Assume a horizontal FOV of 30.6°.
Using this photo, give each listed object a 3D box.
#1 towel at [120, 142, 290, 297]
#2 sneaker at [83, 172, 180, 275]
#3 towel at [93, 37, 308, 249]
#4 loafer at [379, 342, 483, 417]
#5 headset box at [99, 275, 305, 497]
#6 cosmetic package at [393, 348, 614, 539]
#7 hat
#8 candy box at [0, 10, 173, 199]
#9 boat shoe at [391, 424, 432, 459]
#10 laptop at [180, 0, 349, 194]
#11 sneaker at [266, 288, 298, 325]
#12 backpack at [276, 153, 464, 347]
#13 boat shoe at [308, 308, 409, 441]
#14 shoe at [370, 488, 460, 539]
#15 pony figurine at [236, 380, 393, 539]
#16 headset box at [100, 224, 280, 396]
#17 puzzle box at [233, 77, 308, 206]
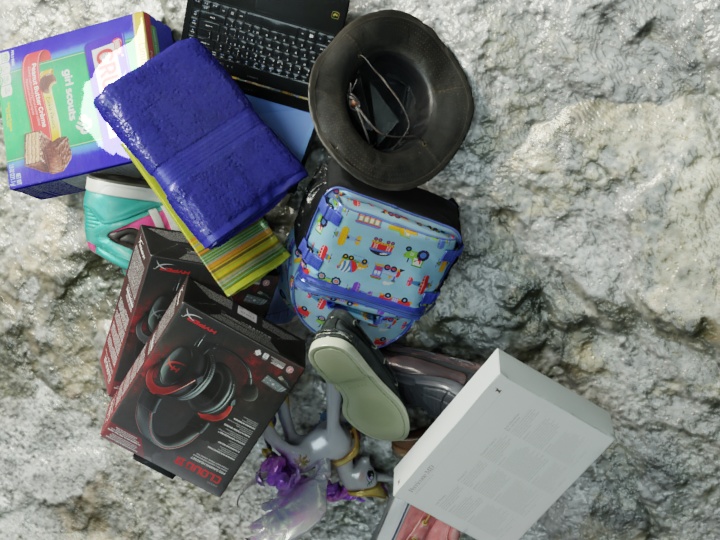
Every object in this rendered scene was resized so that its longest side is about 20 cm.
[{"bbox_3d":[-0.162,-0.074,1.388,0.200,0.086,0.018,55,153,1],"label":"towel"},{"bbox_3d":[-0.223,-0.034,1.490,0.199,0.084,0.121,10,100,-27],"label":"sneaker"},{"bbox_3d":[-0.167,-0.132,1.372,0.200,0.148,0.050,52,149,0],"label":"towel"},{"bbox_3d":[0.055,0.115,1.489,0.199,0.063,0.072,15,138,36],"label":"loafer"},{"bbox_3d":[-0.170,0.132,1.388,0.148,0.075,0.200,30,107,-13],"label":"headset box"},{"bbox_3d":[0.150,0.197,1.412,0.150,0.052,0.200,29,118,-16],"label":"cosmetic package"},{"bbox_3d":[0.021,-0.173,1.415,0.201,0.200,0.081,62,152,-3],"label":"hat"},{"bbox_3d":[-0.308,-0.185,1.510,0.199,0.077,0.170,-11,81,17],"label":"candy box"},{"bbox_3d":[0.130,0.171,1.483,0.199,0.076,0.072,-10,95,9],"label":"boat shoe"},{"bbox_3d":[-0.123,-0.212,1.413,0.176,0.103,0.201,16,119,3],"label":"laptop"},{"bbox_3d":[-0.158,0.030,1.532,0.199,0.077,0.076,6,102,13],"label":"sneaker"},{"bbox_3d":[0.000,0.000,1.433,0.182,0.135,0.201,21,116,-14],"label":"backpack"},{"bbox_3d":[0.004,0.113,1.424,0.074,0.066,0.200,-12,138,27],"label":"boat shoe"},{"bbox_3d":[0.059,0.325,1.534,0.091,0.072,0.201,20,116,-1],"label":"shoe"},{"bbox_3d":[-0.064,0.213,1.508,0.192,0.167,0.201,-22,114,-6],"label":"pony figurine"},{"bbox_3d":[-0.193,0.063,1.451,0.148,0.077,0.201,11,115,-24],"label":"headset box"},{"bbox_3d":[-0.106,-0.189,1.496,0.133,0.025,0.201,26,108,9],"label":"puzzle box"}]
